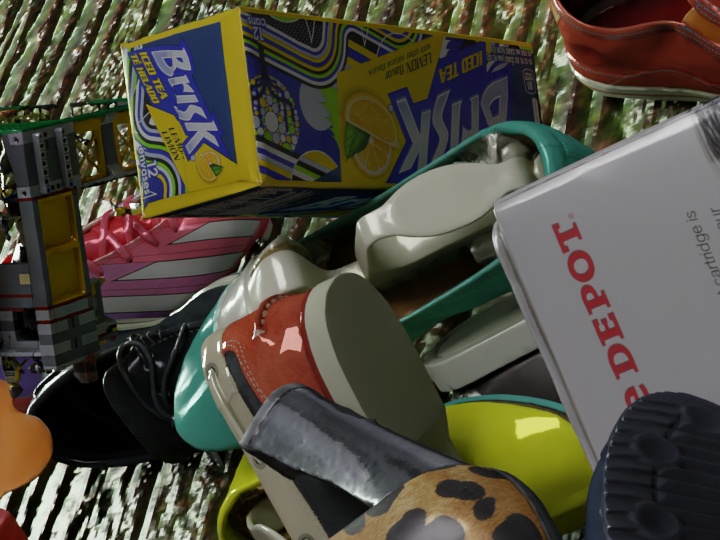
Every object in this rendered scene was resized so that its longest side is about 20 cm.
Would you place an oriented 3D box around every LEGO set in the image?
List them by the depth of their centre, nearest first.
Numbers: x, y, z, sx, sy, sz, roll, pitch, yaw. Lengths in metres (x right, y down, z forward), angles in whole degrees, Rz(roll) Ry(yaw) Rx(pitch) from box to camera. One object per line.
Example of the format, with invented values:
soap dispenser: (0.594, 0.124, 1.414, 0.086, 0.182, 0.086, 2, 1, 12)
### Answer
LEGO set: (-0.155, -0.009, 0.972, 0.199, 0.117, 0.154, -3, 10, 25)

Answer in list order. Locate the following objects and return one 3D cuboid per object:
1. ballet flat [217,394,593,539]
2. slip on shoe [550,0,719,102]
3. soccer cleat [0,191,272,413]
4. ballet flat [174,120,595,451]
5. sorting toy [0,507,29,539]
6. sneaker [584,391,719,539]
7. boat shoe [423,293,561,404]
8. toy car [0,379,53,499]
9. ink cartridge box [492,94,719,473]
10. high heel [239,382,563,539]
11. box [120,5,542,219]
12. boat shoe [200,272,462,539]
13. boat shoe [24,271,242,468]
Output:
ballet flat: (0.013, 0.090, 0.837, 0.199, 0.067, 0.067, -6, 35, 52)
slip on shoe: (0.158, -0.108, 0.900, 0.199, 0.061, 0.074, 3, 56, 43)
soccer cleat: (-0.124, 0.002, 1.051, 0.200, 0.076, 0.067, -39, 37, 8)
ballet flat: (0.000, 0.000, 0.842, 0.199, 0.070, 0.068, -29, 57, 12)
sorting toy: (-0.178, 0.187, 0.840, 0.069, 0.200, 0.199, 15, 60, 22)
sneaker: (0.085, 0.119, 0.629, 0.200, 0.070, 0.082, -77, 6, -53)
boat shoe: (0.123, 0.015, 0.822, 0.200, 0.061, 0.072, -25, 9, 22)
toy car: (-0.230, 0.111, 0.977, 0.199, 0.185, 0.178, -15, 45, 17)
ink cartridge box: (0.163, 0.003, 0.712, 0.199, 0.145, 0.084, -24, -2, 26)
high heel: (-0.019, 0.141, 0.655, 0.142, 0.071, 0.201, 23, 88, 49)
box: (-0.004, -0.059, 0.893, 0.064, 0.199, 0.071, -11, 84, 36)
boat shoe: (0.011, 0.100, 0.757, 0.062, 0.201, 0.071, -23, 5, 29)
boat shoe: (-0.074, 0.049, 0.955, 0.199, 0.075, 0.062, -13, 28, 44)
